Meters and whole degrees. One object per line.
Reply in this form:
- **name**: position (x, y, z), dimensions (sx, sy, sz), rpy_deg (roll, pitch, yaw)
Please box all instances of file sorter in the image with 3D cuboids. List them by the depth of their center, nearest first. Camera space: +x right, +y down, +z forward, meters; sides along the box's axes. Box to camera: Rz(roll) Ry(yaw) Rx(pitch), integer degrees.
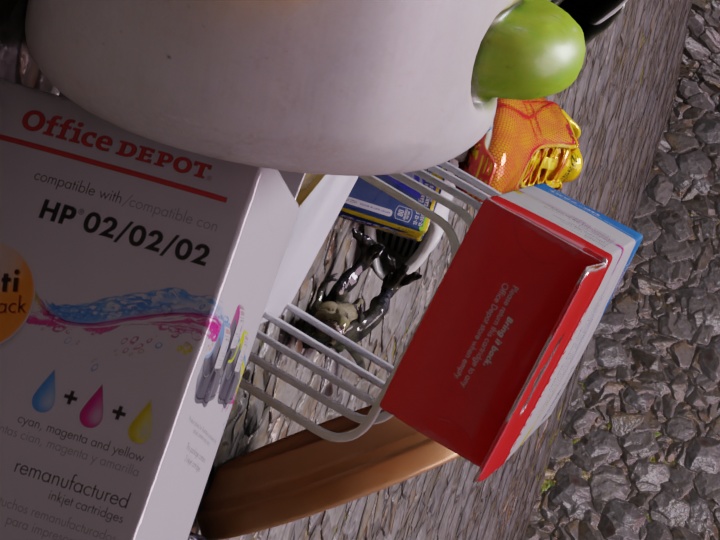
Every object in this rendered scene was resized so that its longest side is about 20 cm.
- **file sorter**: position (0.000, 0.000, 0.968), dimensions (0.140, 0.124, 0.200), rpy_deg (-62, 169, 12)

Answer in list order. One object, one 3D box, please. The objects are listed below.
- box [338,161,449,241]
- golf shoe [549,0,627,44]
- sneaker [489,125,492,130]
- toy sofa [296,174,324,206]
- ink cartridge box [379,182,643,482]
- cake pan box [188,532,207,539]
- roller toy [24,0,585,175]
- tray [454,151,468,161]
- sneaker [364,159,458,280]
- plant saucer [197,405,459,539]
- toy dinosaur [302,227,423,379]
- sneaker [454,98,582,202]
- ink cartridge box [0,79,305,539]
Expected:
- **box**: position (0.038, -0.125, 1.145), dimensions (0.064, 0.069, 0.202), rpy_deg (97, 9, -87)
- **golf shoe**: position (0.135, -0.177, 1.013), dimensions (0.078, 0.097, 0.201), rpy_deg (41, 79, -38)
- **sneaker**: position (0.007, -0.134, 0.897), dimensions (0.200, 0.074, 0.087), rpy_deg (33, 57, -45)
- **toy sofa**: position (-0.098, 0.016, 0.775), dimensions (0.083, 0.097, 0.201), rpy_deg (-47, -162, 60)
- **ink cartridge box**: position (0.076, 0.025, 0.870), dimensions (0.117, 0.067, 0.200), rpy_deg (-64, 169, 11)
- **cake pan box**: position (-0.121, 0.241, 0.969), dimensions (0.184, 0.052, 0.202), rpy_deg (68, 40, -73)
- **roller toy**: position (-0.028, -0.128, 0.641), dimensions (0.199, 0.182, 0.141), rpy_deg (-6, 117, -38)
- **tray**: position (0.035, -0.137, 1.029), dimensions (0.200, 0.022, 0.108), rpy_deg (24, 82, -65)
- **sneaker**: position (0.044, -0.074, 1.239), dimensions (0.071, 0.072, 0.201), rpy_deg (-71, 170, -48)
- **plant saucer**: position (-0.007, 0.109, 1.054), dimensions (0.038, 0.199, 0.200), rpy_deg (69, 16, 0)
- **toy dinosaur**: position (-0.002, 0.025, 1.232), dimensions (0.089, 0.047, 0.200), rpy_deg (-59, 167, -2)
- **sneaker**: position (0.112, -0.085, 1.177), dimensions (0.073, 0.077, 0.200), rpy_deg (-69, 171, 21)
- **ink cartridge box**: position (-0.097, 0.006, 0.647), dimensions (0.068, 0.114, 0.202), rpy_deg (64, 43, -72)
